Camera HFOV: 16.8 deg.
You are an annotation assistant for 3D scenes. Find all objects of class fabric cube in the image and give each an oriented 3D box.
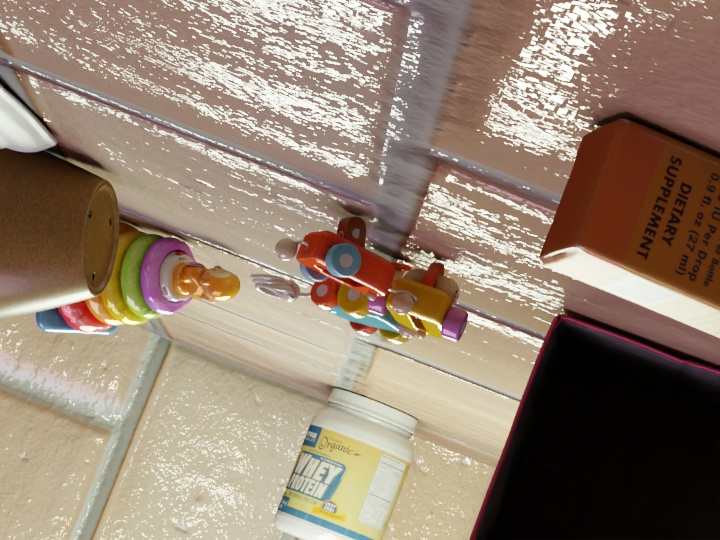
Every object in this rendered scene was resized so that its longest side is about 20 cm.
[{"bbox_3d":[0.200,0.165,1.760,0.200,0.196,0.199,20,173,9],"label":"fabric cube"}]

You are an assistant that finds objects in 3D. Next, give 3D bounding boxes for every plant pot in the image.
[{"bbox_3d":[-0.300,-0.036,1.931,0.200,0.187,0.186,5,170,12],"label":"plant pot"}]

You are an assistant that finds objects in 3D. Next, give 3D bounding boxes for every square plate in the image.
[{"bbox_3d":[-0.330,-0.136,1.747,0.198,0.028,0.200,20,173,8],"label":"square plate"}]

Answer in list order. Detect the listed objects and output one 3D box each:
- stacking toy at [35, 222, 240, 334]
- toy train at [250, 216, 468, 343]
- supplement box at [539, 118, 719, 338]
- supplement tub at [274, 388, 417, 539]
[{"bbox_3d":[-0.190,0.006,2.192,0.200,0.110,0.116,3,178,36],"label":"stacking toy"},{"bbox_3d":[0.000,0.000,1.706,0.150,0.056,0.200,24,170,-13],"label":"toy train"},{"bbox_3d":[0.186,0.002,1.081,0.200,0.067,0.069,22,170,-10],"label":"supplement box"},{"bbox_3d":[-0.016,0.270,3.209,0.145,0.200,0.145,21,173,3],"label":"supplement tub"}]
